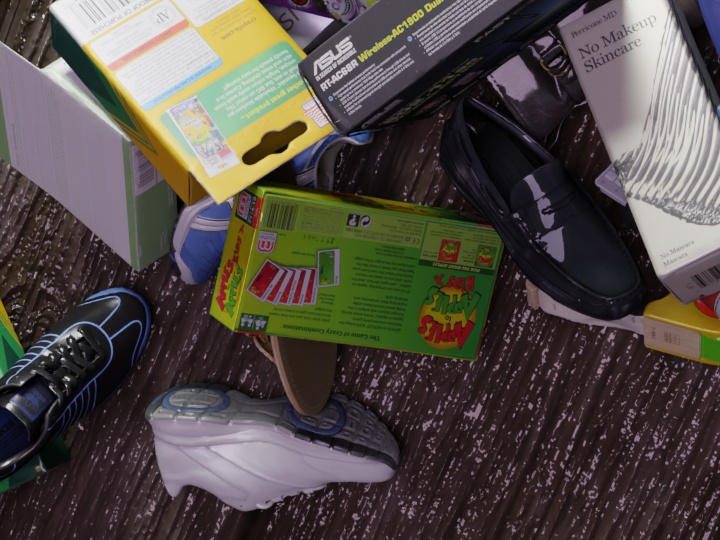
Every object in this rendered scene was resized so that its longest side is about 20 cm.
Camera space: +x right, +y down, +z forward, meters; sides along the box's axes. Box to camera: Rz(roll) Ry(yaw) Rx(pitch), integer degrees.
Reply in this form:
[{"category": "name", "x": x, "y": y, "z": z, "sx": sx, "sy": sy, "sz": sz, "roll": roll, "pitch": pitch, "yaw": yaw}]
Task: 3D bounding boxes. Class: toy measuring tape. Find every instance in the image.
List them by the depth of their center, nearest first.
[{"category": "toy measuring tape", "x": 0.220, "y": 0.020, "z": 1.636, "sx": 0.199, "sy": 0.074, "sz": 0.074, "roll": 15, "pitch": 100, "yaw": 19}]

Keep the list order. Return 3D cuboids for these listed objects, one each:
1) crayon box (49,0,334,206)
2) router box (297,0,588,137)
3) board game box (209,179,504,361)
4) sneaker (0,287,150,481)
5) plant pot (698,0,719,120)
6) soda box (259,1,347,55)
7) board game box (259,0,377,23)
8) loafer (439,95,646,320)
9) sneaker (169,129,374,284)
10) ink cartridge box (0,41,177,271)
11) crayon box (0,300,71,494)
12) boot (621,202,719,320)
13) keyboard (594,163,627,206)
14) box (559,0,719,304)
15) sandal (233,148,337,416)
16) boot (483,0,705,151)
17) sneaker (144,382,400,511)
[{"category": "crayon box", "x": -0.111, "y": -0.134, "z": 1.620, "sx": 0.125, "sy": 0.052, "sz": 0.200, "roll": -33, "pitch": 68, "yaw": -21}, {"category": "router box", "x": 0.073, "y": -0.173, "z": 1.560, "sx": 0.200, "sy": 0.150, "sz": 0.062, "roll": -36, "pitch": 81, "yaw": 26}, {"category": "board game box", "x": 0.000, "y": 0.000, "z": 1.647, "sx": 0.199, "sy": 0.048, "sz": 0.102, "roll": 8, "pitch": 101, "yaw": -28}, {"category": "sneaker", "x": -0.231, "y": 0.088, "z": 1.738, "sx": 0.070, "sy": 0.078, "sz": 0.200, "roll": 43, "pitch": 77, "yaw": -3}, {"category": "plant pot", "x": 0.324, "y": -0.178, "z": 1.519, "sx": 0.199, "sy": 0.200, "sz": 0.181, "roll": -2, "pitch": 101, "yaw": 17}, {"category": "soda box", "x": -0.086, "y": -0.158, "z": 1.712, "sx": 0.200, "sy": 0.064, "sz": 0.068, "roll": -42, "pitch": 82, "yaw": 16}, {"category": "board game box", "x": -0.031, "y": -0.257, "z": 1.576, "sx": 0.119, "sy": 0.032, "sz": 0.201, "roll": 19, "pitch": 140, "yaw": 18}, {"category": "loafer", "x": 0.126, "y": -0.045, "z": 1.621, "sx": 0.068, "sy": 0.071, "sz": 0.201, "roll": -31, "pitch": 61, "yaw": -20}, {"category": "sneaker", "x": -0.069, "y": -0.061, "z": 1.711, "sx": 0.077, "sy": 0.076, "sz": 0.200, "roll": 42, "pitch": 110, "yaw": 7}, {"category": "ink cartridge box", "x": -0.220, "y": -0.108, "z": 1.727, "sx": 0.200, "sy": 0.048, "sz": 0.146, "roll": 39, "pitch": 149, "yaw": 27}, {"category": "crayon box", "x": -0.353, "y": 0.115, "z": 1.825, "sx": 0.199, "sy": 0.058, "sz": 0.173, "roll": -26, "pitch": 88, "yaw": 17}, {"category": "boot", "x": 0.284, "y": -0.067, "z": 1.590, "sx": 0.200, "sy": 0.073, "sz": 0.144, "roll": -35, "pitch": 61, "yaw": -12}, {"category": "keyboard", "x": 0.259, "y": -0.027, "z": 1.613, "sx": 0.200, "sy": 0.011, "sz": 0.056, "roll": 35, "pitch": 67, "yaw": 22}, {"category": "box", "x": 0.207, "y": -0.086, "z": 1.539, "sx": 0.082, "sy": 0.068, "sz": 0.201, "roll": -27, "pitch": 64, "yaw": 15}, {"category": "sandal", "x": -0.075, "y": 0.004, "z": 1.693, "sx": 0.069, "sy": 0.078, "sz": 0.213, "roll": 4, "pitch": 118, "yaw": 32}, {"category": "boot", "x": 0.137, "y": -0.205, "z": 1.636, "sx": 0.174, "sy": 0.069, "sz": 0.201, "roll": -31, "pitch": 88, "yaw": 17}, {"category": "sneaker", "x": -0.064, "y": 0.139, "z": 1.744, "sx": 0.199, "sy": 0.075, "sz": 0.088, "roll": 6, "pitch": 115, "yaw": 19}]
